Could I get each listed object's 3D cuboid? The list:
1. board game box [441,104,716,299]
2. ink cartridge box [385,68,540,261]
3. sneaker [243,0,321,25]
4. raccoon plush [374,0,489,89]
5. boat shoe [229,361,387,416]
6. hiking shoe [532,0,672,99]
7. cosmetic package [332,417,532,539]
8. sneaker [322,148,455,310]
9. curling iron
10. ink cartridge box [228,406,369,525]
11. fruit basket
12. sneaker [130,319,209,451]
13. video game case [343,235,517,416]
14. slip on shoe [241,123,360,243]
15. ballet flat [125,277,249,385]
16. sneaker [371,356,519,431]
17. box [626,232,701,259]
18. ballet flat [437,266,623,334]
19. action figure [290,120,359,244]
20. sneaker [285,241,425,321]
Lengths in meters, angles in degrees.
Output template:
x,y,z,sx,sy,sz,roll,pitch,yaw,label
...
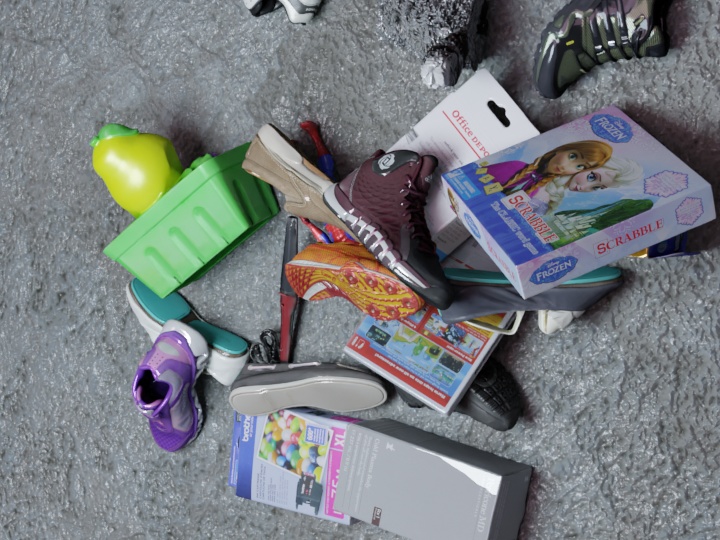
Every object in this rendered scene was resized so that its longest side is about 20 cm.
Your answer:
x,y,z,sx,sy,sz,roll,pitch,yaw,label
0.203,-0.072,1.298,0.200,0.198,0.041,-123,13,-56,board game box
0.098,-0.104,1.447,0.200,0.067,0.116,-41,63,11,ink cartridge box
-0.130,-0.348,1.595,0.199,0.075,0.089,26,105,29,sneaker
0.054,-0.257,1.426,0.133,0.200,0.098,9,110,18,raccoon plush
-0.061,0.127,1.575,0.198,0.067,0.057,-6,47,21,boat shoe
0.257,-0.239,1.360,0.200,0.075,0.101,-50,65,22,hiking shoe
0.078,0.241,1.487,0.198,0.090,0.108,14,96,34,cosmetic package
0.053,-0.058,1.371,0.116,0.076,0.200,-46,56,3,sneaker
-0.095,0.031,1.592,0.049,0.026,0.202,12,115,2,curling iron
-0.083,0.223,1.614,0.198,0.042,0.121,9,96,33,ink cartridge box
-0.228,-0.096,1.619,0.213,0.155,0.218,7,107,22,fruit basket
-0.242,0.155,1.649,0.080,0.089,0.201,26,134,17,sneaker
0.092,0.039,1.456,0.142,0.017,0.201,30,79,27,video game case
-0.056,-0.083,1.508,0.200,0.076,0.061,43,95,21,slip on shoe
-0.223,0.081,1.683,0.199,0.069,0.070,31,107,25,ballet flat
0.091,0.122,1.491,0.199,0.076,0.091,37,121,30,sneaker
0.237,-0.037,1.357,0.198,0.119,0.042,3,94,31,box
0.172,0.032,1.396,0.197,0.073,0.074,-1,92,-5,ballet flat
-0.036,-0.073,1.568,0.065,0.052,0.201,-32,78,23,action figure
0.000,0.000,1.466,0.199,0.077,0.074,17,138,44,sneaker
